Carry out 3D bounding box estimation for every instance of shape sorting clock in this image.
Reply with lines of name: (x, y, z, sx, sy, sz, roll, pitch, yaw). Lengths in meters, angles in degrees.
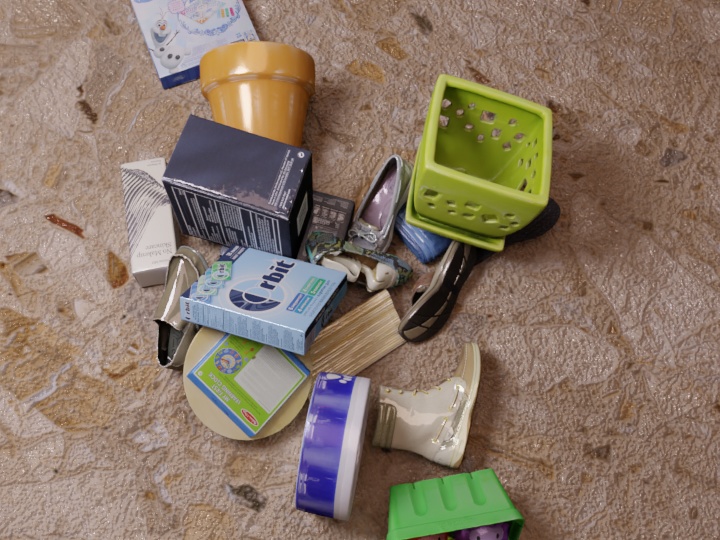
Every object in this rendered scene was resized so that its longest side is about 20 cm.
shape sorting clock: (-0.169, 0.155, 1.219, 0.197, 0.039, 0.204, 0, 89, -20)

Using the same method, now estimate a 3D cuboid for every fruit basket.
fruit basket: (0.135, 0.411, 1.148, 0.212, 0.157, 0.218, -1, 51, 1)

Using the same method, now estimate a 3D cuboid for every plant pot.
plant pot: (-0.173, -0.264, 1.371, 0.196, 0.200, 0.187, -2, 84, -3)
plant pot: (0.176, -0.156, 1.269, 0.196, 0.182, 0.203, 16, 58, -6)

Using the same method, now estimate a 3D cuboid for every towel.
towel: (0.150, -0.109, 1.389, 0.199, 0.049, 0.112, -39, 76, -16)

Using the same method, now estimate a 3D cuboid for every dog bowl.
dog bowl: (-0.037, 0.251, 1.163, 0.077, 0.201, 0.203, 9, 69, 4)

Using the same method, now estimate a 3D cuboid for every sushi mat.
sushi mat: (-0.020, 0.121, 1.288, 0.198, 0.012, 0.097, -32, 106, -15)

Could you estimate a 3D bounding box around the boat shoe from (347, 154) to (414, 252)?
boat shoe: (0.026, -0.095, 1.341, 0.074, 0.065, 0.204, 32, 96, 28)

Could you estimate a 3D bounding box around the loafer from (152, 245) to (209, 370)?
loafer: (-0.278, 0.064, 1.243, 0.074, 0.069, 0.204, 10, 103, 26)

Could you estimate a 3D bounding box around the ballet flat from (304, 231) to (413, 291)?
ballet flat: (0.000, 0.000, 1.296, 0.197, 0.074, 0.075, 17, 67, -22)

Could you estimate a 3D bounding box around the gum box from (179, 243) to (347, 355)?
gum box: (-0.140, 0.038, 1.196, 0.197, 0.045, 0.170, 14, 33, 14)

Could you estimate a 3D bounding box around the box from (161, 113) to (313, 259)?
box: (-0.181, -0.119, 1.242, 0.195, 0.200, 0.125, 16, 69, 3)

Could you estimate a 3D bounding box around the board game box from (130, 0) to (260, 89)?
board game box: (-0.309, -0.460, 1.507, 0.197, 0.043, 0.201, -21, 72, -10)

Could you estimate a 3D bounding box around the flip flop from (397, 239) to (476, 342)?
flip flop: (0.122, 0.029, 1.327, 0.057, 0.081, 0.202, 20, 75, 43)

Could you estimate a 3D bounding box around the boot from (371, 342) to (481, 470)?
boot: (0.104, 0.194, 1.261, 0.152, 0.072, 0.203, 13, 69, 5)

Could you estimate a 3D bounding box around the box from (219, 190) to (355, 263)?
box: (-0.122, -0.063, 1.359, 0.197, 0.051, 0.160, 14, 69, 2)

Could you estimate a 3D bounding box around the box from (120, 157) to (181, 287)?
box: (-0.348, -0.082, 1.347, 0.081, 0.069, 0.203, -11, 69, -6)

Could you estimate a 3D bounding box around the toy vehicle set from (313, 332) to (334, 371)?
toy vehicle set: (-0.152, 0.138, 1.261, 0.199, 0.026, 0.125, -35, 106, -14)

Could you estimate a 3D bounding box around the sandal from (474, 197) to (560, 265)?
sandal: (0.246, -0.074, 1.375, 0.198, 0.045, 0.076, -27, 103, 1)
